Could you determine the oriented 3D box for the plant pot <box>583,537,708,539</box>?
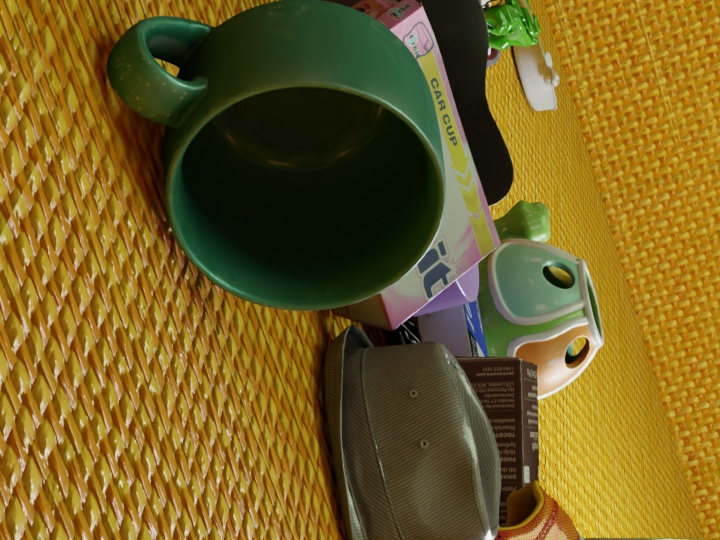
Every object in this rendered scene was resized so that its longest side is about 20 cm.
[{"bbox_3d":[0.191,0.313,1.831,0.200,0.199,0.185,36,52,-73],"label":"plant pot"}]

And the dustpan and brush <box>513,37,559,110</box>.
[{"bbox_3d":[0.241,-0.268,3.053,0.200,0.057,0.140,-68,142,-71],"label":"dustpan and brush"}]

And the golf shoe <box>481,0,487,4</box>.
[{"bbox_3d":[0.134,-0.334,2.534,0.200,0.094,0.078,66,14,-46],"label":"golf shoe"}]

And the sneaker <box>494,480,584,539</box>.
[{"bbox_3d":[0.077,0.220,1.551,0.077,0.073,0.200,50,44,-4],"label":"sneaker"}]

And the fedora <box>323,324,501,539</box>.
[{"bbox_3d":[0.041,0.127,1.515,0.177,0.090,0.201,55,23,-59],"label":"fedora"}]

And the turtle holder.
[{"bbox_3d":[0.145,0.035,2.029,0.186,0.131,0.141,-77,150,-66],"label":"turtle holder"}]

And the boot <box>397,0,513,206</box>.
[{"bbox_3d":[0.063,-0.150,1.742,0.075,0.073,0.201,-128,-157,-72],"label":"boot"}]

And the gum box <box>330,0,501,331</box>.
[{"bbox_3d":[0.009,-0.076,1.529,0.113,0.066,0.201,-38,122,-30],"label":"gum box"}]

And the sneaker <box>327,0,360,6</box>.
[{"bbox_3d":[0.016,-0.200,1.801,0.200,0.087,0.076,0,76,-78],"label":"sneaker"}]

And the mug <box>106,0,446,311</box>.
[{"bbox_3d":[-0.037,-0.083,1.240,0.115,0.151,0.185,-95,165,-52],"label":"mug"}]

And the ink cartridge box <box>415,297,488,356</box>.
[{"bbox_3d":[0.080,0.078,1.884,0.094,0.044,0.201,57,21,-62],"label":"ink cartridge box"}]

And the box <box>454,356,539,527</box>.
[{"bbox_3d":[0.093,0.165,1.675,0.100,0.075,0.201,21,69,-79],"label":"box"}]

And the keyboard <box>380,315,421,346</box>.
[{"bbox_3d":[0.000,0.000,1.657,0.201,0.040,0.104,69,-10,-27],"label":"keyboard"}]

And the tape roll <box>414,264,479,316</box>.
[{"bbox_3d":[0.035,-0.065,1.794,0.200,0.065,0.201,-15,90,-79],"label":"tape roll"}]

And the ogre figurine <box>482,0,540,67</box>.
[{"bbox_3d":[0.106,-0.225,2.194,0.200,0.119,0.098,-80,149,-67],"label":"ogre figurine"}]
